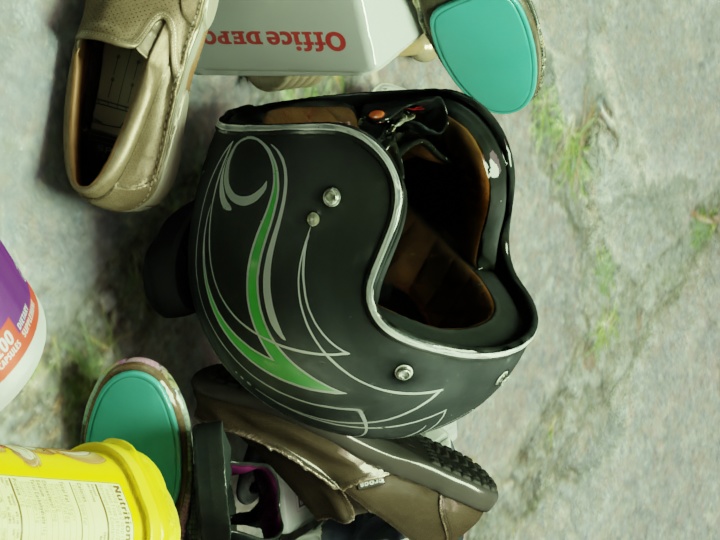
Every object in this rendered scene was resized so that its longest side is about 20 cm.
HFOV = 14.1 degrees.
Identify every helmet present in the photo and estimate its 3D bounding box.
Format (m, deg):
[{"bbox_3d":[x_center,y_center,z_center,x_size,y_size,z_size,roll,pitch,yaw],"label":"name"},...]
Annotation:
[{"bbox_3d":[0.000,0.000,1.662,0.200,0.200,0.191,-19,107,-53],"label":"helmet"}]

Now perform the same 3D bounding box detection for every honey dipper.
[{"bbox_3d":[-0.006,-0.137,1.850,0.200,0.038,0.038,-11,103,-59],"label":"honey dipper"}]

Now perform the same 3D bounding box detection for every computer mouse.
[{"bbox_3d":[-0.082,-0.038,1.756,0.200,0.034,0.059,-53,133,-48],"label":"computer mouse"}]

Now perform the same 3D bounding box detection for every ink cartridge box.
[{"bbox_3d":[-0.050,-0.219,1.677,0.084,0.146,0.200,-40,126,-47],"label":"ink cartridge box"}]

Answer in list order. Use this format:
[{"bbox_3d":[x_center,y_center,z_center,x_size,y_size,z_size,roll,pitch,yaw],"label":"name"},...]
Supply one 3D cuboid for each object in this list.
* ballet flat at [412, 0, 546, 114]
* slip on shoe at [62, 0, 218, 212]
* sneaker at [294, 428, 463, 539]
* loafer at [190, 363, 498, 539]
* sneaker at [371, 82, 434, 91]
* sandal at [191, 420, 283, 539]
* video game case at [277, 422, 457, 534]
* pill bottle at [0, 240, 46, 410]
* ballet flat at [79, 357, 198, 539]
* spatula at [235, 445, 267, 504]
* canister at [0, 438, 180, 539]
[{"bbox_3d":[0.054,-0.174,1.658,0.200,0.068,0.075,51,32,-46],"label":"ballet flat"},{"bbox_3d":[-0.130,-0.133,1.636,0.061,0.076,0.200,4,97,-62],"label":"slip on shoe"},{"bbox_3d":[0.004,0.198,1.853,0.199,0.079,0.130,-59,151,-18],"label":"sneaker"},{"bbox_3d":[-0.016,0.119,1.744,0.071,0.200,0.073,-63,-170,10],"label":"loafer"},{"bbox_3d":[0.008,-0.074,1.845,0.200,0.070,0.080,-5,63,-57],"label":"sneaker"},{"bbox_3d":[-0.069,0.138,1.691,0.200,0.048,0.075,92,-6,-75],"label":"sandal"},{"bbox_3d":[-0.006,0.052,1.877,0.200,0.023,0.182,-24,113,-51],"label":"video game case"},{"bbox_3d":[-0.244,-0.014,1.444,0.113,0.112,0.200,-59,138,-33],"label":"pill bottle"},{"bbox_3d":[-0.121,0.137,1.691,0.071,0.069,0.200,-48,137,-66],"label":"ballet flat"},{"bbox_3d":[-0.036,0.050,1.783,0.056,0.021,0.200,16,98,-46],"label":"spatula"},{"bbox_3d":[-0.210,0.145,1.487,0.200,0.148,0.087,11,49,-54],"label":"canister"}]
